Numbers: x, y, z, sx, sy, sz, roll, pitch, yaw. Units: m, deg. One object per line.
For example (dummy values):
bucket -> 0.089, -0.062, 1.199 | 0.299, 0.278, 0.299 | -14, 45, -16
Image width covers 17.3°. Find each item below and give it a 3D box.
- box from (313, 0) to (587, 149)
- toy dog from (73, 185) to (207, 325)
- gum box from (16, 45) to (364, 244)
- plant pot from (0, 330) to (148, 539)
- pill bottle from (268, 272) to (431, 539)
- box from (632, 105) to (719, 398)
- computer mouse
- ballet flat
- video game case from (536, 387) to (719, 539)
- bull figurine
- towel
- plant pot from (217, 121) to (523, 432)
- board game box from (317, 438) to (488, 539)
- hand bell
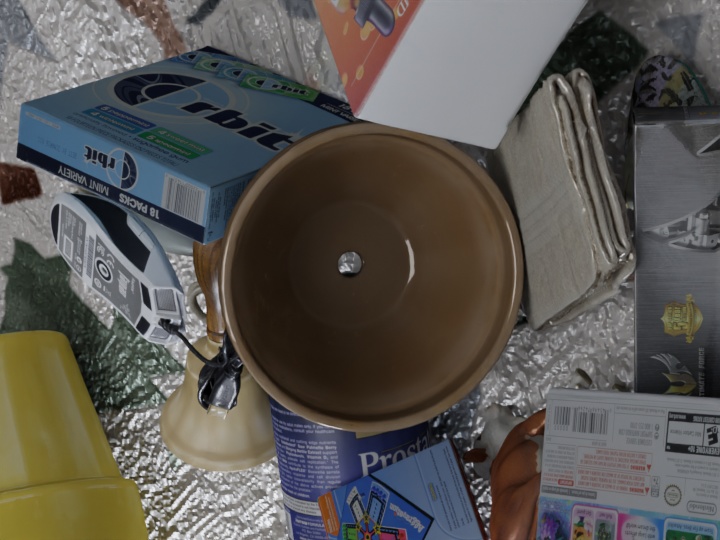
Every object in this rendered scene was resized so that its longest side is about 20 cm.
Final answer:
box -> 0.049, -0.204, 1.473 | 0.153, 0.106, 0.201 | -58, 35, 34
toy dog -> -0.124, -0.051, 1.724 | 0.199, 0.097, 0.132 | 33, 144, -18
gum box -> -0.106, -0.091, 1.628 | 0.169, 0.199, 0.045 | 24, 118, 30
plant pot -> -0.278, 0.154, 1.862 | 0.200, 0.200, 0.191 | -21, 78, 40
pill bottle -> -0.007, 0.109, 1.677 | 0.111, 0.112, 0.202 | 3, 108, 37
box -> 0.243, 0.000, 1.439 | 0.157, 0.048, 0.202 | 0, 107, 4
computer mouse -> -0.141, 0.010, 1.643 | 0.200, 0.044, 0.110 | 44, 148, 22
ballet flat -> 0.200, -0.033, 1.494 | 0.072, 0.072, 0.202 | -8, 100, 39
video game case -> 0.163, 0.163, 1.383 | 0.200, 0.024, 0.184 | -1, 84, 62
bull figurine -> 0.122, 0.130, 1.566 | 0.065, 0.200, 0.122 | 33, 111, -15
towel -> 0.126, -0.041, 1.500 | 0.200, 0.034, 0.134 | 133, 124, -75
plant pot -> 0.000, 0.000, 1.562 | 0.093, 0.199, 0.203 | -150, 47, -76
board game box -> 0.037, 0.199, 1.545 | 0.102, 0.201, 0.020 | -23, 128, 4
hand bell -> -0.099, 0.037, 1.690 | 0.104, 0.104, 0.201 | 27, 139, 28
